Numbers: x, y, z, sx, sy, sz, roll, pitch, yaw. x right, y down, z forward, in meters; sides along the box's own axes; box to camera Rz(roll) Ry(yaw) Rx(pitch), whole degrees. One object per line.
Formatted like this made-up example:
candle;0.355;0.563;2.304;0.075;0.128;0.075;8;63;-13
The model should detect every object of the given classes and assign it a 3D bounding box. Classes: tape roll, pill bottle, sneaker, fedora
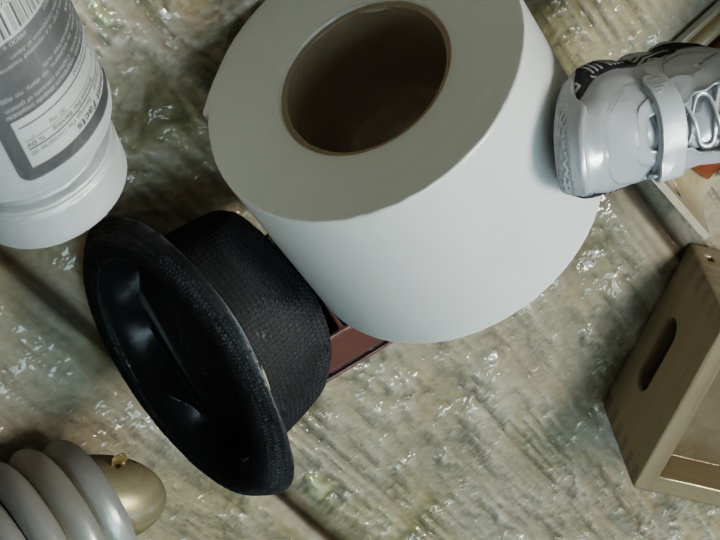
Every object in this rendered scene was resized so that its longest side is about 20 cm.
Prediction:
tape roll;0.029;-0.077;1.443;0.202;0.203;0.139;-37;139;2
pill bottle;-0.200;-0.110;1.322;0.113;0.113;0.200;-29;139;-8
sneaker;0.194;-0.091;1.415;0.200;0.114;0.076;-28;115;-54
fedora;-0.082;0.037;1.506;0.091;0.200;0.201;-36;143;-28

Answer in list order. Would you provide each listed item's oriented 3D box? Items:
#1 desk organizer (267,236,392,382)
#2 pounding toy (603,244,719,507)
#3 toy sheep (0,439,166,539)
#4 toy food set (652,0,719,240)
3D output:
desk organizer;0.000;0.000;1.596;0.199;0.072;0.077;-31;137;-6
pounding toy;0.308;0.061;1.829;0.183;0.142;0.201;14;121;-19
toy sheep;-0.212;0.184;1.576;0.200;0.138;0.138;-31;141;-24
toy food set;0.278;-0.123;1.677;0.200;0.060;0.143;-42;139;7
